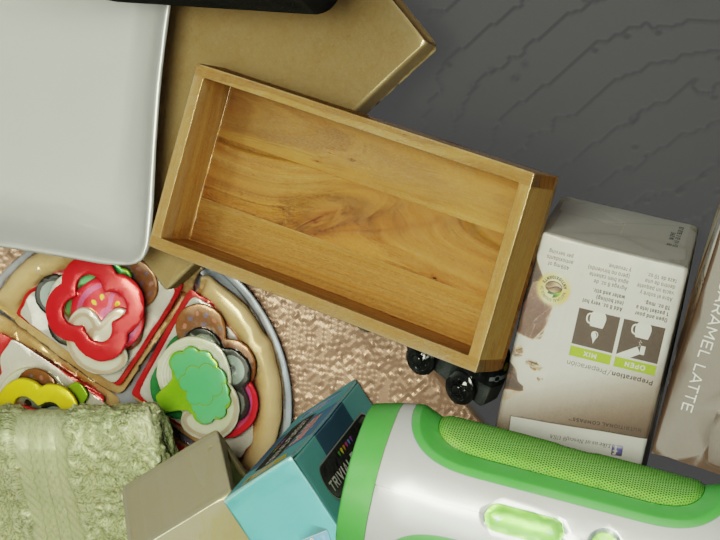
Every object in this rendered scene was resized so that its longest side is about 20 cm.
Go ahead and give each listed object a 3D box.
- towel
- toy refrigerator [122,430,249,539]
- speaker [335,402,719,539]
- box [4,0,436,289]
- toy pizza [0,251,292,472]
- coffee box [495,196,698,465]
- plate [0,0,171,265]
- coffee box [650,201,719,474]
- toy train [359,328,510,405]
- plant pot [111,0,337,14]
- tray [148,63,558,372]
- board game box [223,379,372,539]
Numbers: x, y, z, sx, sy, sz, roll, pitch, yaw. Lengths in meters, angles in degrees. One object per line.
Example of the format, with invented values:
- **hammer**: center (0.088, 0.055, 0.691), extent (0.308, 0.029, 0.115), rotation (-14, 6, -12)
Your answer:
- **towel**: center (-0.157, 0.165, 1.132), extent (0.147, 0.037, 0.202), rotation (-2, 114, 15)
- **toy refrigerator**: center (-0.046, 0.190, 1.080), extent (0.070, 0.076, 0.201), rotation (-31, 113, 2)
- **speaker**: center (0.093, 0.123, 0.946), extent (0.198, 0.088, 0.089), rotation (14, 104, 9)
- **box**: center (-0.080, -0.114, 1.070), extent (0.200, 0.021, 0.164), rotation (-42, 76, 16)
- **toy pizza**: center (-0.137, 0.074, 1.135), extent (0.198, 0.032, 0.202), rotation (2, 102, 12)
- **coffee box**: center (0.114, 0.074, 1.038), extent (0.079, 0.113, 0.202), rotation (13, 103, 9)
- **plate**: center (-0.188, -0.112, 1.084), extent (0.198, 0.032, 0.202), rotation (7, 92, 21)
- **coffee box**: center (0.199, 0.022, 0.963), extent (0.079, 0.200, 0.115), rotation (16, 105, 9)
- **toy train**: center (0.000, 0.000, 1.061), extent (0.200, 0.034, 0.046), rotation (37, 122, 22)
- **plant pot**: center (-0.086, -0.222, 0.939), extent (0.198, 0.177, 0.201), rotation (6, 75, 22)
- **tray**: center (-0.007, -0.029, 1.001), extent (0.199, 0.037, 0.099), rotation (20, 99, 28)
- **board game box**: center (0.019, 0.171, 1.059), extent (0.047, 0.151, 0.201), rotation (-33, 93, 17)
